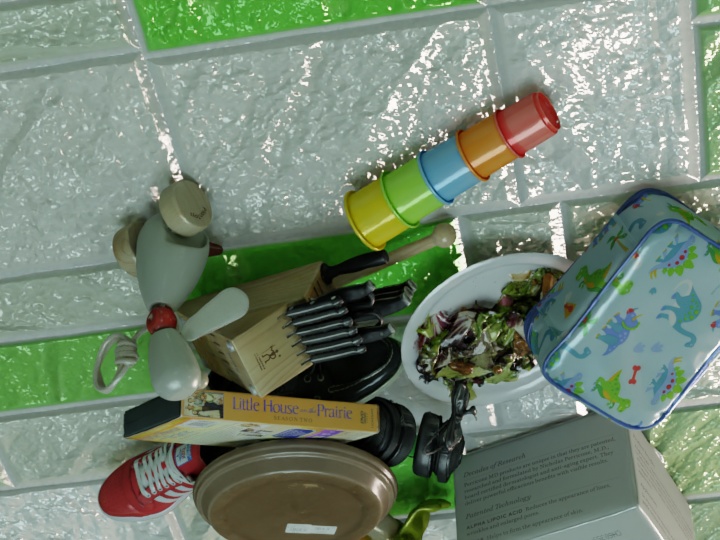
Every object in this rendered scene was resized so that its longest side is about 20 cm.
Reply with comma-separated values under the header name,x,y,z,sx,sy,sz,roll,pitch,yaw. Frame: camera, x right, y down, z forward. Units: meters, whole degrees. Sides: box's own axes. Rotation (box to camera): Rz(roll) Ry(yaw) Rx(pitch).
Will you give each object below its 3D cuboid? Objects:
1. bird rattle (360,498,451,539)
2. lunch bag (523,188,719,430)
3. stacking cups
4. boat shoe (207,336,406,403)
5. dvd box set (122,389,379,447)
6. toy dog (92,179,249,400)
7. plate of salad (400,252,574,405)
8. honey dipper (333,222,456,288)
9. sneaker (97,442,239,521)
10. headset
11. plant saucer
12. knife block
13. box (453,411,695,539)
name,x,y,z,sx,sy,sz,roll,pitch,yaw
bird rattle,-0.012,0.270,1.945,0.199,0.113,0.163,23,147,-19
lunch bag,0.259,0.039,1.687,0.160,0.083,0.200,28,109,-26
stacking cups,0.080,-0.086,1.601,0.199,0.061,0.060,-29,130,26
boat shoe,-0.057,0.093,1.775,0.198,0.075,0.066,-10,148,22
dvd box set,-0.103,0.140,1.721,0.199,0.030,0.146,7,164,-26
toy dog,-0.154,0.025,1.641,0.096,0.201,0.131,20,159,-40
plate of salad,0.136,0.064,1.746,0.199,0.048,0.201,-10,135,-10
honey dipper,0.000,0.000,1.708,0.199,0.038,0.038,-25,131,21
sneaker,-0.188,0.196,1.849,0.199,0.072,0.112,-22,166,12
headset,0.052,0.151,1.804,0.123,0.095,0.200,15,173,-19
plant saucer,-0.062,0.223,1.792,0.199,0.030,0.201,-2,145,-2
knife block,-0.053,0.035,1.684,0.175,0.200,0.064,-33,112,-19
box,0.224,0.268,1.919,0.199,0.131,0.199,-20,133,19
